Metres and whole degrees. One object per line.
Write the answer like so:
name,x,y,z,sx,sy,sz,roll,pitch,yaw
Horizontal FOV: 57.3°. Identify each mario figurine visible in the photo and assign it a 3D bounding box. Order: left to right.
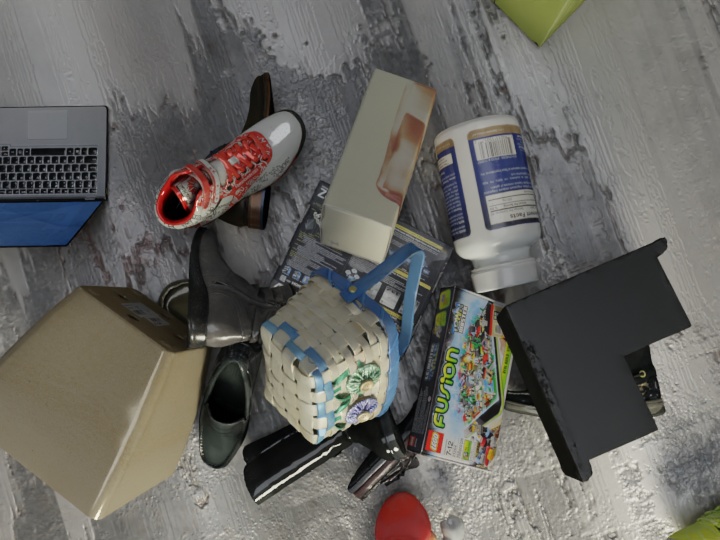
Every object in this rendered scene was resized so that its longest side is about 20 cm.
mario figurine,0.072,0.374,0.834,0.122,0.105,0.205,-18,98,-35

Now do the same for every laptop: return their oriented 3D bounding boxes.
laptop,-0.437,-0.126,0.847,0.183,0.116,0.205,0,87,2

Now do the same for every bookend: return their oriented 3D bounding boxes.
bookend,0.287,0.100,0.749,0.197,0.092,0.202,-23,77,0

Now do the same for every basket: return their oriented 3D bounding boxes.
basket,-0.007,0.079,0.720,0.138,0.179,0.199,32,52,28

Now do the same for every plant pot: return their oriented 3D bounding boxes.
plant pot,-0.289,0.130,0.773,0.198,0.200,0.179,33,92,8

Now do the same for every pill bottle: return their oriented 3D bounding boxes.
pill bottle,0.163,-0.080,0.823,0.108,0.111,0.205,-11,86,2

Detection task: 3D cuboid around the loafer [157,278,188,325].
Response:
loafer,-0.170,0.059,0.849,0.196,0.070,0.077,15,87,3

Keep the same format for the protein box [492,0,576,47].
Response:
protein box,0.259,-0.423,0.794,0.135,0.199,0.200,45,89,4

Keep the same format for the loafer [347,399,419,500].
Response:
loafer,0.068,0.220,0.833,0.063,0.072,0.200,42,86,-1

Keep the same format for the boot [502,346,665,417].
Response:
boot,0.276,0.108,0.832,0.198,0.074,0.158,-1,82,2

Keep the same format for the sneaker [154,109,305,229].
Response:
sneaker,-0.154,-0.116,0.778,0.200,0.108,0.068,-35,91,13

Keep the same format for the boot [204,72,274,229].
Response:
boot,-0.163,-0.159,0.859,0.095,0.075,0.205,5,89,0

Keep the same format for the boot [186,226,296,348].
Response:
boot,-0.146,0.024,0.810,0.129,0.071,0.202,1,42,-14

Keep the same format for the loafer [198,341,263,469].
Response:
loafer,-0.168,0.170,0.814,0.067,0.071,0.204,18,115,0

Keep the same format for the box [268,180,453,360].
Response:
box,0.000,0.000,0.857,0.197,0.049,0.164,26,90,4

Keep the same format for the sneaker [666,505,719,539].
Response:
sneaker,0.466,0.310,0.816,0.195,0.075,0.078,-10,79,-9

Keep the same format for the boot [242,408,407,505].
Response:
boot,-0.050,0.217,0.790,0.197,0.165,0.067,-25,100,-1

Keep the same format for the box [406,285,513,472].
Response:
box,0.129,0.133,0.808,0.108,0.035,0.204,19,77,-24

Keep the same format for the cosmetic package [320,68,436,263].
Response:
cosmetic package,0.022,-0.127,0.804,0.086,0.104,0.203,18,68,2
